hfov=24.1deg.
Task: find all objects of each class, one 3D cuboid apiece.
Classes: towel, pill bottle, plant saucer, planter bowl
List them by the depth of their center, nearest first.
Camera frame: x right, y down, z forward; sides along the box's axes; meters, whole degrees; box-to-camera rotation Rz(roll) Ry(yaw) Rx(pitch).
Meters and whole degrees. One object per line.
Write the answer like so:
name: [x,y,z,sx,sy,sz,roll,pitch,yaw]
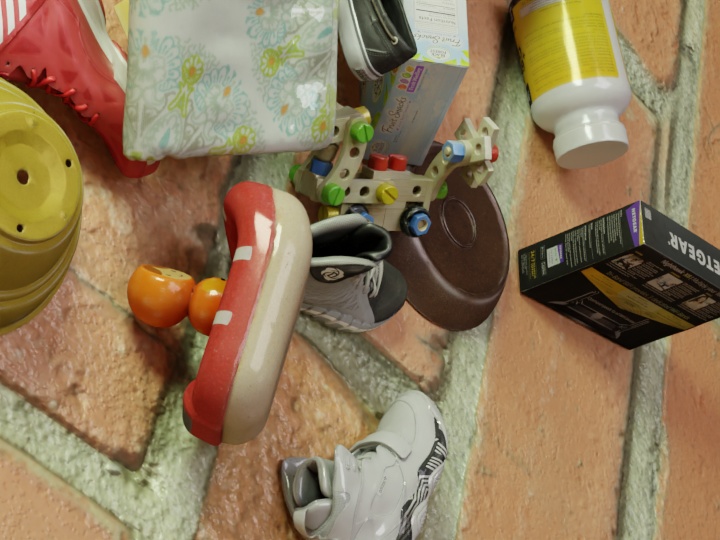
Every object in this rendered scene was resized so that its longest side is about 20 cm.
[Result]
planter bowl: [-0.254,-0.057,1.169,0.200,0.083,0.202,13,72,-44]
towel: [-0.096,-0.175,1.317,0.199,0.048,0.173,-6,103,-43]
plant saucer: [0.085,-0.042,1.640,0.200,0.034,0.202,25,53,-40]
pill bottle: [0.233,-0.219,1.845,0.112,0.112,0.201,9,65,-48]

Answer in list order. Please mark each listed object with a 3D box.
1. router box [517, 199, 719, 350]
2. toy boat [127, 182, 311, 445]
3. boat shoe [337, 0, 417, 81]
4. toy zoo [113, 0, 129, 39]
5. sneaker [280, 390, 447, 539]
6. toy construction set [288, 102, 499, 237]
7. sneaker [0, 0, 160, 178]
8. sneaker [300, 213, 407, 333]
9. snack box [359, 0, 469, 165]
router box: [0.284,0.009,1.753,0.199,0.157,0.053,26,53,-41]
toy boat: [-0.114,0.026,1.294,0.130,0.131,0.201,16,68,-1]
boat shoe: [0.007,-0.261,1.423,0.070,0.066,0.201,21,56,-60]
toy zoo: [-0.139,-0.176,1.403,0.132,0.020,0.200,61,22,-7]
sneaker: [0.004,0.162,1.399,0.115,0.075,0.201,45,46,-30]
toy construction set: [0.023,-0.096,1.504,0.198,0.092,0.132,4,106,-19]
sneaker: [-0.238,-0.145,1.293,0.115,0.078,0.201,-32,107,-27]
sneaker: [0.000,0.000,1.446,0.199,0.115,0.076,9,65,-48]
snack box: [0.046,-0.227,1.571,0.067,0.169,0.201,5,60,-12]
